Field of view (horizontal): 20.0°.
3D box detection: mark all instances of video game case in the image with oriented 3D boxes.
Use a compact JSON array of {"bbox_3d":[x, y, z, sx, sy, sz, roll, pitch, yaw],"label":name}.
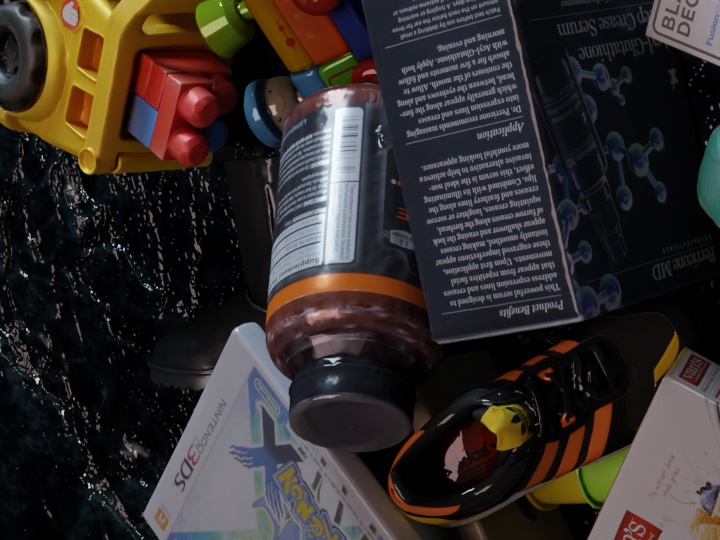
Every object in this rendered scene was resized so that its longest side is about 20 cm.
[{"bbox_3d":[-0.046,0.164,1.222,0.200,0.022,0.183,51,134,25],"label":"video game case"}]

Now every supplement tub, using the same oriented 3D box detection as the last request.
[{"bbox_3d":[0.000,0.000,1.180,0.107,0.106,0.202,-27,49,42],"label":"supplement tub"}]

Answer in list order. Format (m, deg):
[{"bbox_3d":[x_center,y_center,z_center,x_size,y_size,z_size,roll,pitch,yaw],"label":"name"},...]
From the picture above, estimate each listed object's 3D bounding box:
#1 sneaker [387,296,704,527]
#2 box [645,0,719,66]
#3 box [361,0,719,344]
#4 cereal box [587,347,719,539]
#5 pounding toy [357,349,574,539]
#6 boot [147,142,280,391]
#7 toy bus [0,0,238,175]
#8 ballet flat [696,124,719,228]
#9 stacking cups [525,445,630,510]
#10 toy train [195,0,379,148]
[{"bbox_3d":[0.103,0.081,1.130,0.199,0.090,0.070,-32,79,8],"label":"sneaker"},{"bbox_3d":[0.253,-0.142,1.048,0.199,0.060,0.118,30,118,33],"label":"box"},{"bbox_3d":[0.103,-0.075,1.137,0.106,0.148,0.202,-10,94,42],"label":"box"},{"bbox_3d":[0.231,0.148,1.101,0.199,0.040,0.145,28,127,13],"label":"cereal box"},{"bbox_3d":[0.038,0.181,1.283,0.183,0.142,0.201,-31,78,31],"label":"pounding toy"},{"bbox_3d":[-0.066,-0.005,1.354,0.197,0.073,0.164,-2,101,35],"label":"boot"},{"bbox_3d":[-0.140,-0.157,1.322,0.192,0.135,0.202,36,120,42],"label":"toy bus"},{"bbox_3d":[0.248,0.006,1.095,0.201,0.067,0.071,57,154,16],"label":"ballet flat"},{"bbox_3d":[0.186,0.104,1.170,0.199,0.060,0.061,-8,95,38],"label":"stacking cups"},{"bbox_3d":[-0.053,-0.171,1.234,0.115,0.085,0.201,-23,114,27],"label":"toy train"}]
